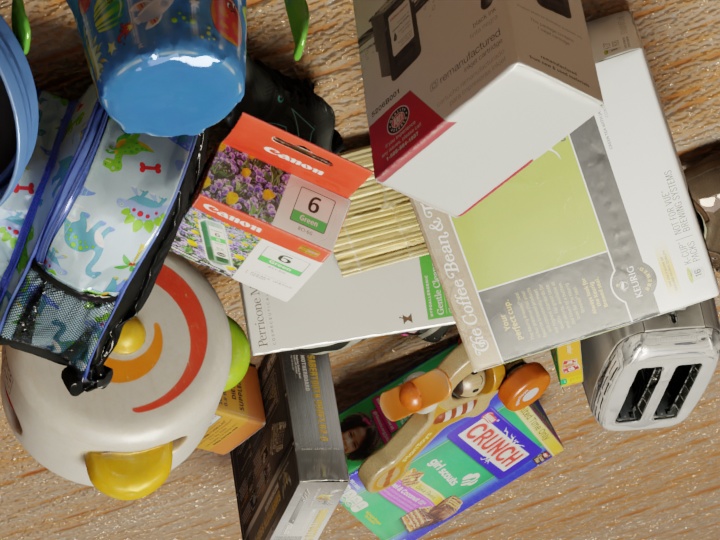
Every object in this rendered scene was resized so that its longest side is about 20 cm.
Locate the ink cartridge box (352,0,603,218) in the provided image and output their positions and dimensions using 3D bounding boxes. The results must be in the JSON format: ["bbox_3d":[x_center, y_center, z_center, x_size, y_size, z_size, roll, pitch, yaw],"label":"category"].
[{"bbox_3d":[0.072,-0.162,1.388,0.083,0.200,0.145,21,136,-34],"label":"ink cartridge box"}]

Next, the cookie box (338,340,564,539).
[{"bbox_3d":[0.072,0.164,1.970,0.200,0.075,0.171,-32,144,7],"label":"cookie box"}]

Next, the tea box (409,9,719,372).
[{"bbox_3d":[0.142,-0.061,1.541,0.196,0.134,0.200,-17,108,9],"label":"tea box"}]

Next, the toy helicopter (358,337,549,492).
[{"bbox_3d":[0.063,0.126,1.816,0.200,0.079,0.132,-49,154,23],"label":"toy helicopter"}]

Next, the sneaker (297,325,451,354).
[{"bbox_3d":[0.031,0.032,1.789,0.200,0.074,0.087,-24,140,11],"label":"sneaker"}]

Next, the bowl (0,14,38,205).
[{"bbox_3d":[-0.305,-0.122,1.383,0.200,0.039,0.201,13,125,19],"label":"bowl"}]

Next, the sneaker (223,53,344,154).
[{"bbox_3d":[-0.068,-0.125,1.538,0.079,0.075,0.200,-29,152,-1],"label":"sneaker"}]

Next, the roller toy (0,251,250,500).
[{"bbox_3d":[-0.199,0.074,1.665,0.182,0.200,0.140,33,154,3],"label":"roller toy"}]

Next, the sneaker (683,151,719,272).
[{"bbox_3d":[0.318,-0.033,1.787,0.075,0.071,0.200,-18,138,13],"label":"sneaker"}]

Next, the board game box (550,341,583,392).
[{"bbox_3d":[0.169,0.021,1.793,0.030,0.096,0.200,-11,148,-1],"label":"board game box"}]

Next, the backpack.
[{"bbox_3d":[-0.203,-0.049,1.497,0.147,0.183,0.200,24,129,-13],"label":"backpack"}]

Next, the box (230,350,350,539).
[{"bbox_3d":[-0.068,0.172,1.899,0.048,0.159,0.200,1,145,-19],"label":"box"}]

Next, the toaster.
[{"bbox_3d":[0.249,0.056,1.842,0.113,0.129,0.200,-3,147,-12],"label":"toaster"}]

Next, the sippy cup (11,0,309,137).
[{"bbox_3d":[-0.132,-0.165,1.382,0.178,0.131,0.140,-20,146,14],"label":"sippy cup"}]

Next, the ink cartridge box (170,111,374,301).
[{"bbox_3d":[-0.071,-0.043,1.527,0.109,0.050,0.200,24,159,-9],"label":"ink cartridge box"}]

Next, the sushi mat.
[{"bbox_3d":[0.065,-0.065,1.632,0.200,0.096,0.012,-15,-175,-3],"label":"sushi mat"}]

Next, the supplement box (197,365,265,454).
[{"bbox_3d":[-0.182,0.104,1.845,0.200,0.067,0.069,18,138,-38],"label":"supplement box"}]

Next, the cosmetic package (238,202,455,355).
[{"bbox_3d":[0.000,0.000,1.681,0.200,0.108,0.085,-11,-174,-4],"label":"cosmetic package"}]
